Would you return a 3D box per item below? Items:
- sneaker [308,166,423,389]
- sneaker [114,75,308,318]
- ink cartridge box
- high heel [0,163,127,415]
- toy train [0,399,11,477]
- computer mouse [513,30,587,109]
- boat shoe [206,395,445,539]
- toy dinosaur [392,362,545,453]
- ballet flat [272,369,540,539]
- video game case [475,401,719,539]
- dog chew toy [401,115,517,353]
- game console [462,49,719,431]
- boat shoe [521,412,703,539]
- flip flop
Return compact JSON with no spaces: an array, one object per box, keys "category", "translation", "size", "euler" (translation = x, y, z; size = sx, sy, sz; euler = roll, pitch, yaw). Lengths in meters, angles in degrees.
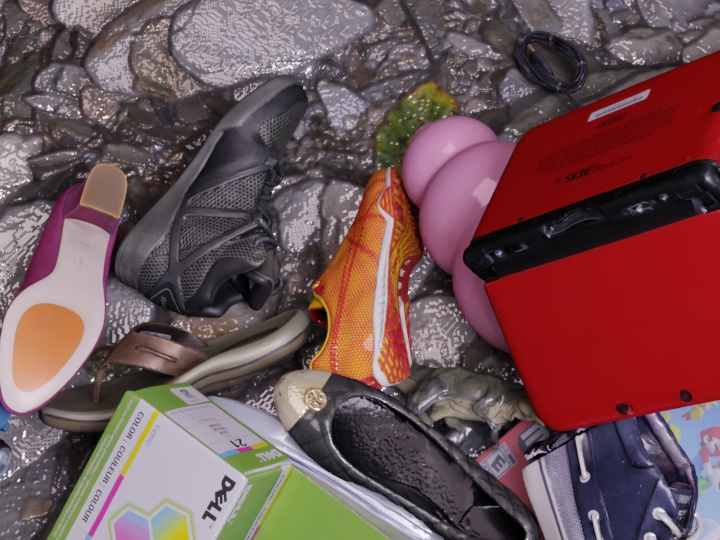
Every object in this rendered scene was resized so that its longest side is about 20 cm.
[{"category":"sneaker","translation":[0.000,0.000,1.093],"size":[0.077,0.073,0.200],"euler":[-10,42,21]},{"category":"sneaker","translation":[-0.080,-0.046,1.137],"size":[0.114,0.076,0.200],"euler":[32,74,17]},{"category":"ink cartridge box","translation":[-0.090,0.187,0.990],"size":[0.200,0.076,0.148],"euler":[33,102,20]},{"category":"high heel","translation":[-0.221,0.021,1.102],"size":[0.067,0.096,0.201],"euler":[19,62,-18]},{"category":"toy train","translation":[-0.330,0.078,1.077],"size":[0.200,0.114,0.087],"euler":[32,71,18]},{"category":"computer mouse","translation":[0.172,-0.106,1.169],"size":[0.058,0.034,0.201],"euler":[-31,59,11]},{"category":"boat shoe","translation":[-0.032,0.151,1.039],"size":[0.199,0.072,0.062],"euler":[26,74,15]},{"category":"toy dinosaur","translation":[0.050,0.097,1.058],"size":[0.199,0.047,0.088],"euler":[16,73,36]},{"category":"ballet flat","translation":[0.032,0.120,0.990],"size":[0.200,0.057,0.067],"euler":[32,71,8]},{"category":"video game case","translation":[0.177,0.127,0.998],"size":[0.200,0.017,0.143],"euler":[-44,63,23]},{"category":"dog chew toy","translation":[0.100,-0.034,1.092],"size":[0.124,0.125,0.200],"euler":[-31,57,-9]},{"category":"game console","translation":[0.172,-0.017,0.926],"size":[0.119,0.200,0.173],"euler":[43,54,-22]},{"category":"boat shoe","translation":[0.173,0.178,0.936],"size":[0.093,0.075,0.201],"euler":[-38,64,35]},{"category":"flip flop","translation":[-0.132,0.060,1.079],"size":[0.199,0.081,0.058],"euler":[-21,106,-7]}]
